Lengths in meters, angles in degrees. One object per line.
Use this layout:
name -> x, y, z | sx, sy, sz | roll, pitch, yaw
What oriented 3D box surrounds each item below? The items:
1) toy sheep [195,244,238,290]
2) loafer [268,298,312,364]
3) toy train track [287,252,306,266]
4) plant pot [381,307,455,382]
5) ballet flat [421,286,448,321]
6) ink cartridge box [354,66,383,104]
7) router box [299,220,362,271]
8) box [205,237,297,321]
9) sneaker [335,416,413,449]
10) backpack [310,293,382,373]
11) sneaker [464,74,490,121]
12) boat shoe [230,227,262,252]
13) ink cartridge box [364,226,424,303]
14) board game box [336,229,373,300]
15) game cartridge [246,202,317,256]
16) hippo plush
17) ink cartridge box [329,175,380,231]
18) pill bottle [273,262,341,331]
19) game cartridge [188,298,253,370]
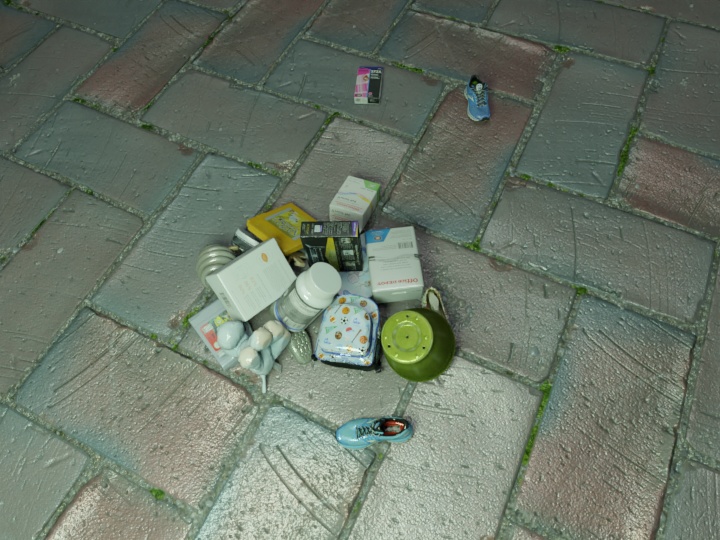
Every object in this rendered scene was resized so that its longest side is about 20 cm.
toy sheep -> -0.418, -0.007, 1.586 | 0.137, 0.138, 0.201 | -16, 42, -6
loafer -> -0.199, 0.175, 1.509 | 0.070, 0.070, 0.201 | -12, 68, -43
toy train track -> -0.237, -0.063, 1.648 | 0.200, 0.114, 0.033 | 43, 112, 35
plant pot -> 0.134, 0.180, 1.378 | 0.199, 0.193, 0.202 | -4, 76, 15
ballet flat -> 0.212, 0.135, 1.506 | 0.075, 0.064, 0.201 | -13, 61, -5
ink cartridge box -> 0.033, -0.705, 2.012 | 0.094, 0.037, 0.201 | 3, 59, 5
router box -> -0.077, -0.064, 1.507 | 0.156, 0.200, 0.053 | 0, 62, 4
box -> -0.301, 0.027, 1.512 | 0.200, 0.106, 0.153 | -36, 104, -31
sneaker -> 0.033, 0.396, 1.352 | 0.198, 0.090, 0.079 | -9, 60, -1
backpack -> -0.029, 0.160, 1.446 | 0.198, 0.154, 0.192 | 8, 65, 7
sneaker -> 0.414, -0.613, 1.905 | 0.078, 0.089, 0.201 | -10, 60, -1
boat shoe -> -0.310, -0.050, 1.642 | 0.199, 0.072, 0.068 | 33, 100, 5
ink cartridge box -> 0.095, -0.017, 1.537 | 0.145, 0.086, 0.201 | -6, 62, -1
board game box -> 0.000, 0.000, 1.606 | 0.198, 0.043, 0.201 | -27, 63, -12
game cartridge -> -0.225, -0.131, 1.649 | 0.176, 0.033, 0.200 | 35, 38, 20
hippo plush -> -0.291, 0.190, 1.435 | 0.160, 0.200, 0.160 | 27, 64, 24
ink cartridge box -> -0.023, -0.202, 1.685 | 0.116, 0.068, 0.201 | 17, 50, 12
pill bottle -> -0.140, 0.070, 1.432 | 0.113, 0.200, 0.114 | 22, 46, -25
game cartridge -> -0.387, 0.172, 1.535 | 0.133, 0.041, 0.200 | -35, 64, -20
